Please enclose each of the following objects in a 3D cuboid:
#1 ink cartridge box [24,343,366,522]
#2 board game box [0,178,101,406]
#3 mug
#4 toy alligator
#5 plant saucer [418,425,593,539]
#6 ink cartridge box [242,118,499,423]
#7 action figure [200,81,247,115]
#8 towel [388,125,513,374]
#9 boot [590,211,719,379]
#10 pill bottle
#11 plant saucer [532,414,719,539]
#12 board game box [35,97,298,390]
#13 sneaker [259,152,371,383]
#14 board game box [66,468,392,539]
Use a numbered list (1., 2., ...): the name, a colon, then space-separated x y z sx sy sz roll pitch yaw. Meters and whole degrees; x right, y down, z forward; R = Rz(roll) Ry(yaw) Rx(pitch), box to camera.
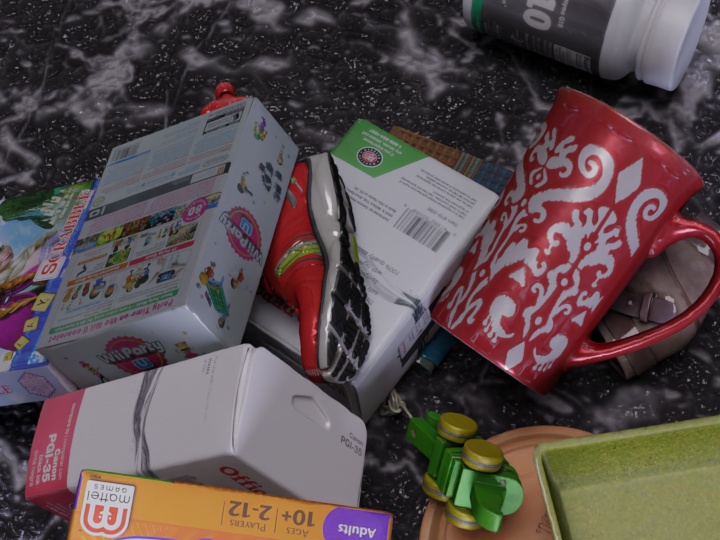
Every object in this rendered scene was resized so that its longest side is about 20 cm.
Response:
1. ink cartridge box: -0.115 0.136 0.986 0.198 0.146 0.084 -16 52 33
2. board game box: -0.280 0.020 1.108 0.197 0.041 0.202 -10 44 27
3. mug: 0.163 -0.009 1.038 0.177 0.133 0.201 36 92 42
4. toy alligator: 0.074 0.137 1.041 0.054 0.060 0.200 6 19 -25
5. plant saucer: 0.141 0.209 1.031 0.197 0.032 0.203 -2 61 4
6. ink cartridge box: 0.000 0.000 1.105 0.146 0.083 0.200 32 68 22
7. action figure: -0.105 -0.089 1.209 0.064 0.052 0.202 -10 57 -6
8. towel: 0.044 -0.021 1.174 0.145 0.022 0.201 23 65 17
9. boot: 0.201 -0.012 1.130 0.146 0.070 0.200 -45 54 -5
10. pill bottle: 0.199 -0.237 1.220 0.198 0.114 0.114 23 66 17
11. plant saucer: 0.227 0.212 0.981 0.197 0.048 0.203 -6 68 -16
12. board game box: -0.139 -0.019 1.017 0.146 0.064 0.202 -16 43 32
13. sneaker: -0.043 0.005 1.026 0.084 0.077 0.202 -16 50 11
14. board game box: -0.097 0.266 0.902 0.197 0.200 0.203 8 66 -3
